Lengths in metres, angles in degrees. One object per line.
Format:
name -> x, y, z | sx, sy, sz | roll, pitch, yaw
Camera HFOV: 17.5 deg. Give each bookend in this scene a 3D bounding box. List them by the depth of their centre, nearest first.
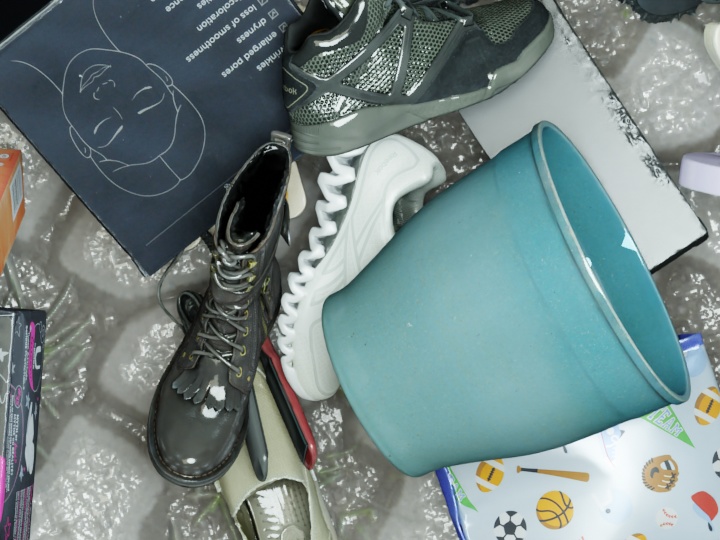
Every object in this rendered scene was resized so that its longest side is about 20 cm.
bookend -> 0.110, -0.052, 1.650 | 0.200, 0.092, 0.199 | -35, 84, 7

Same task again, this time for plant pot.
plant pot -> 0.085, 0.036, 1.517 | 0.187, 0.200, 0.201 | -29, 89, 16

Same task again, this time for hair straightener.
hair straightener -> -0.097, 0.057, 1.645 | 0.077, 0.041, 0.201 | -15, 69, -15

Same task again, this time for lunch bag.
lunch bag -> 0.159, 0.150, 1.633 | 0.199, 0.124, 0.171 | -19, 88, -7

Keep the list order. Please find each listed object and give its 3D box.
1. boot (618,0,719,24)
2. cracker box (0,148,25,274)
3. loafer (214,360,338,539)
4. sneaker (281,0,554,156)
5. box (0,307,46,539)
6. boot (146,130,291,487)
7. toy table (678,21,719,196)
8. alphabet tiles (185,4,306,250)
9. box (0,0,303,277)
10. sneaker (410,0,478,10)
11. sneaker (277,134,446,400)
boot -> 0.261, -0.219, 1.591 | 0.167, 0.200, 0.077 | -1, 81, 0
cracker box -> -0.347, -0.036, 1.649 | 0.199, 0.134, 0.058 | 2, 122, 3
loafer -> -0.068, 0.141, 1.670 | 0.075, 0.068, 0.201 | -26, 87, 3
sneaker -> 0.036, -0.160, 1.543 | 0.199, 0.076, 0.115 | -21, 118, -15
box -> -0.302, 0.123, 1.661 | 0.131, 0.115, 0.201 | 4, 89, 4
boot -> -0.091, 0.025, 1.547 | 0.069, 0.174, 0.201 | 15, 60, 1
toy table -> 0.319, -0.106, 1.607 | 0.199, 0.184, 0.118 | 0, 102, -29
alphabet tiles -> -0.119, -0.119, 1.700 | 0.199, 0.015, 0.197 | -17, 89, 3
box -> -0.137, -0.142, 1.596 | 0.200, 0.124, 0.197 | -38, 116, 2
sneaker -> 0.086, -0.259, 1.667 | 0.199, 0.075, 0.116 | -22, 84, -7
sneaker -> 0.000, 0.000, 1.605 | 0.081, 0.075, 0.201 | 21, 104, 22
